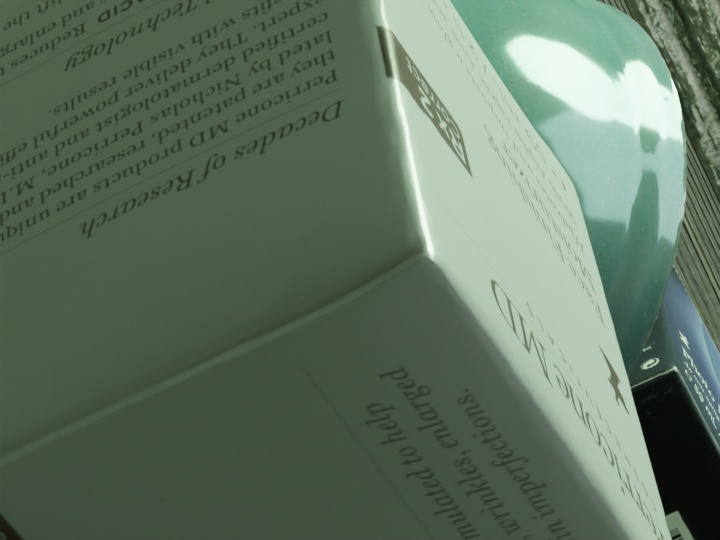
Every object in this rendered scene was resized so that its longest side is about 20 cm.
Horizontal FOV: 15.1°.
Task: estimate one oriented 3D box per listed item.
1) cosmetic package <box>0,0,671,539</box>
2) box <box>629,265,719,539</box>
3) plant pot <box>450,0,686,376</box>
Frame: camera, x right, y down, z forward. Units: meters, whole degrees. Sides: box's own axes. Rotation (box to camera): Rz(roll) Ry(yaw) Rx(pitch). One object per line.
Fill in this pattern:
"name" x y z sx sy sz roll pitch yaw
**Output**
"cosmetic package" -0.028 0.018 0.753 0.165 0.164 0.200 53 17 -38
"box" 0.149 0.112 1.416 0.201 0.123 0.199 61 11 -19
"plant pot" -0.003 -0.024 0.953 0.134 0.200 0.201 21 37 -32
